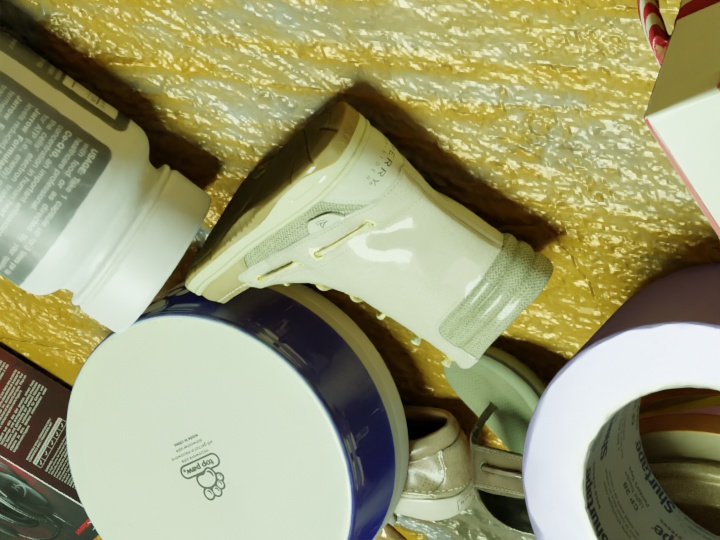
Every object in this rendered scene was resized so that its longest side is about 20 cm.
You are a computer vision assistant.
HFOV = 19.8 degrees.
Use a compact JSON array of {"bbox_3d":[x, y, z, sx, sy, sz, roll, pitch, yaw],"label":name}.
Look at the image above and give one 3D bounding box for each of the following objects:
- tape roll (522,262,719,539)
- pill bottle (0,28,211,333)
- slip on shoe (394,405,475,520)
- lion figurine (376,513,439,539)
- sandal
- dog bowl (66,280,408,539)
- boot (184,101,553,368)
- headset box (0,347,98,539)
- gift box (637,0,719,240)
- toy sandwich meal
[{"bbox_3d":[0.189,0.103,1.045,0.199,0.085,0.201,12,116,26],"label":"tape roll"},{"bbox_3d":[-0.190,-0.059,1.146,0.200,0.113,0.113,35,147,-11],"label":"pill bottle"},{"bbox_3d":[-0.022,0.109,1.300,0.199,0.076,0.061,8,130,28],"label":"slip on shoe"},{"bbox_3d":[-0.047,0.148,1.391,0.199,0.073,0.123,-21,115,33],"label":"lion figurine"},{"bbox_3d":[0.098,0.125,1.171,0.202,0.057,0.080,60,163,26],"label":"sandal"},{"bbox_3d":[-0.076,0.106,1.243,0.199,0.079,0.201,10,113,24],"label":"dog bowl"},{"bbox_3d":[0.000,0.000,1.133,0.154,0.072,0.200,33,147,-14],"label":"boot"},{"bbox_3d":[-0.271,0.124,1.500,0.199,0.077,0.149,32,148,-10],"label":"headset box"},{"bbox_3d":[0.222,-0.065,0.766,0.186,0.200,0.185,-20,114,33],"label":"gift box"},{"bbox_3d":[0.219,0.142,1.180,0.204,0.071,0.206,18,150,11],"label":"toy sandwich meal"}]
